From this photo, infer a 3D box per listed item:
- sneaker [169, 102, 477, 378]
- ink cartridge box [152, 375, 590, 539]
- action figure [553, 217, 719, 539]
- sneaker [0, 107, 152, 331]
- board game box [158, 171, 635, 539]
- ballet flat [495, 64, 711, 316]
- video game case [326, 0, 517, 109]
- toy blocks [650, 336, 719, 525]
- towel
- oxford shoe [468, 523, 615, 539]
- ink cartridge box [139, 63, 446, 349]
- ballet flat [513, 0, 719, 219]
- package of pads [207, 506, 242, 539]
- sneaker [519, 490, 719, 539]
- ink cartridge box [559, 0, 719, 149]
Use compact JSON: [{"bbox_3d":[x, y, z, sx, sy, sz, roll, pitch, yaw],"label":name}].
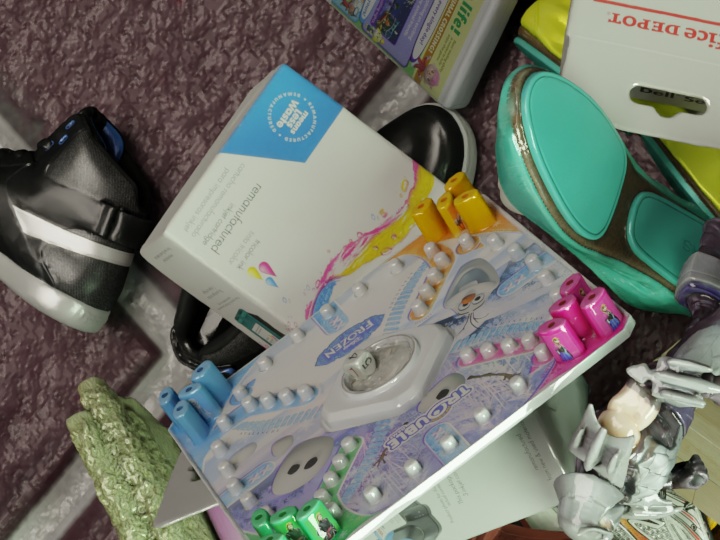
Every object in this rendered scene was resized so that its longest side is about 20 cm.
[{"bbox_3d":[-0.023,-0.013,1.535,0.073,0.112,0.200,45,104,25],"label":"sneaker"},{"bbox_3d":[0.008,0.092,1.380,0.200,0.115,0.068,-22,110,17],"label":"ink cartridge box"},{"bbox_3d":[0.147,0.053,1.275,0.069,0.130,0.200,35,65,4],"label":"action figure"},{"bbox_3d":[-0.203,-0.060,1.657,0.200,0.073,0.112,34,96,19],"label":"sneaker"},{"bbox_3d":[0.009,0.045,1.329,0.200,0.026,0.200,-36,26,-4],"label":"board game box"},{"bbox_3d":[0.109,-0.033,1.381,0.070,0.200,0.067,-1,61,42],"label":"ballet flat"},{"bbox_3d":[0.033,-0.220,1.540,0.182,0.022,0.200,44,125,29],"label":"video game case"},{"bbox_3d":[0.227,0.069,1.376,0.137,0.200,0.100,36,145,25],"label":"toy blocks"},{"bbox_3d":[-0.091,0.157,1.531,0.036,0.148,0.200,-29,70,8],"label":"towel"},{"bbox_3d":[0.096,0.174,1.413,0.200,0.070,0.075,24,139,21],"label":"oxford shoe"},{"bbox_3d":[0.000,0.000,1.472,0.200,0.067,0.116,36,73,-8],"label":"ink cartridge box"},{"bbox_3d":[0.164,-0.085,1.478,0.067,0.067,0.200,-44,65,1],"label":"ballet flat"},{"bbox_3d":[0.009,0.170,1.514,0.120,0.076,0.200,-36,69,18],"label":"package of pads"},{"bbox_3d":[0.158,0.125,1.435,0.200,0.078,0.082,34,122,19],"label":"sneaker"},{"bbox_3d":[0.168,-0.148,1.431,0.117,0.067,0.200,12,72,4],"label":"ink cartridge box"}]
